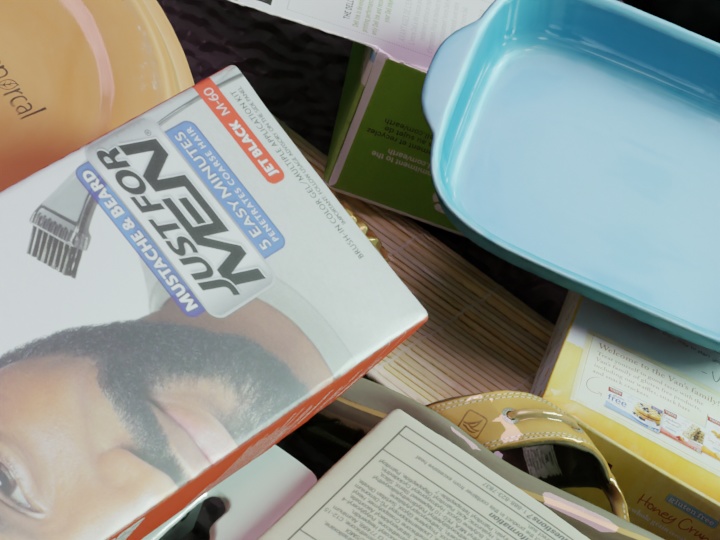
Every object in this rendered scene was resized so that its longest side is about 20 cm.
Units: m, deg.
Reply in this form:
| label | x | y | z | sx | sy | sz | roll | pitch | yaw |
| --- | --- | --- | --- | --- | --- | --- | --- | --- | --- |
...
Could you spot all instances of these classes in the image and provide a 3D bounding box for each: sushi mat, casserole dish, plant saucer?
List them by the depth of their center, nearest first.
| label | x | y | z | sx | sy | sz | roll | pitch | yaw |
| --- | --- | --- | --- | --- | --- | --- | --- | --- | --- |
| plant saucer | -0.145 | -0.068 | 0.868 | 0.199 | 0.032 | 0.202 | 16 | 55 | -24 |
| casserole dish | 0.116 | -0.035 | 0.984 | 0.199 | 0.039 | 0.122 | 23 | 67 | -1 |
| sushi mat | 0.000 | 0.000 | 1.025 | 0.200 | 0.012 | 0.096 | 37 | 43 | 18 |

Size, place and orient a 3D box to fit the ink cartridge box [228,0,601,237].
| label | x | y | z | sx | sy | sz | roll | pitch | yaw |
| --- | --- | --- | --- | --- | --- | --- | --- | --- | --- |
| ink cartridge box | 0.003 | -0.102 | 1.082 | 0.199 | 0.076 | 0.148 | 18 | 35 | -5 |

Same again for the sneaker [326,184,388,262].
| label | x | y | z | sx | sy | sz | roll | pitch | yaw |
| --- | --- | --- | --- | --- | --- | --- | --- | --- | --- |
| sneaker | -0.087 | -0.021 | 0.968 | 0.199 | 0.091 | 0.075 | 27 | 5 | -14 |

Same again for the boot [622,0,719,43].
| label | x | y | z | sx | sy | sz | roll | pitch | yaw |
| --- | --- | --- | --- | --- | --- | --- | --- | --- | --- |
| boot | 0.218 | -0.093 | 1.173 | 0.209 | 0.080 | 0.158 | 16 | 40 | -7 |

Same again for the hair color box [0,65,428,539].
| label | x | y | z | sx | sy | sz | roll | pitch | yaw |
| --- | --- | --- | --- | --- | --- | --- | --- | --- | --- |
| hair color box | -0.084 | 0.027 | 0.785 | 0.200 | 0.064 | 0.111 | -34 | 83 | -40 |

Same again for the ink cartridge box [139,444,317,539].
| label | x | y | z | sx | sy | sz | roll | pitch | yaw |
| --- | --- | --- | --- | --- | --- | --- | --- | --- | --- |
| ink cartridge box | -0.128 | 0.064 | 0.853 | 0.199 | 0.067 | 0.116 | 34 | 41 | 16 |

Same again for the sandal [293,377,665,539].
| label | x | y | z | sx | sy | sz | roll | pitch | yaw |
| --- | --- | --- | --- | --- | --- | --- | --- | --- | --- |
| sandal | 0.048 | 0.068 | 0.910 | 0.199 | 0.080 | 0.054 | 29 | 71 | 16 |

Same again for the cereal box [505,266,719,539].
| label | x | y | z | sx | sy | sz | roll | pitch | yaw |
| --- | --- | --- | --- | --- | --- | --- | --- | --- | --- |
| cereal box | 0.150 | 0.040 | 1.014 | 0.143 | 0.040 | 0.200 | 30 | 38 | -1 |

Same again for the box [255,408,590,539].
| label | x | y | z | sx | sy | sz | roll | pitch | yaw |
| --- | --- | --- | --- | --- | --- | --- | --- | --- | --- |
| box | -0.014 | 0.141 | 0.806 | 0.095 | 0.078 | 0.200 | 35 | 41 | 15 |
